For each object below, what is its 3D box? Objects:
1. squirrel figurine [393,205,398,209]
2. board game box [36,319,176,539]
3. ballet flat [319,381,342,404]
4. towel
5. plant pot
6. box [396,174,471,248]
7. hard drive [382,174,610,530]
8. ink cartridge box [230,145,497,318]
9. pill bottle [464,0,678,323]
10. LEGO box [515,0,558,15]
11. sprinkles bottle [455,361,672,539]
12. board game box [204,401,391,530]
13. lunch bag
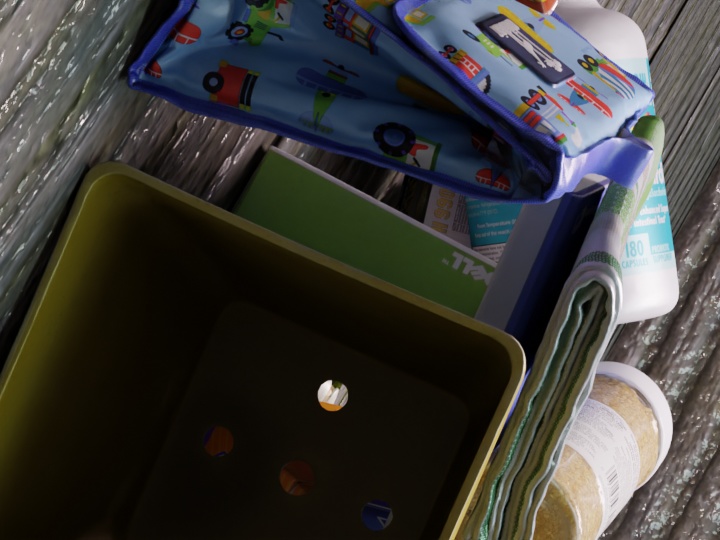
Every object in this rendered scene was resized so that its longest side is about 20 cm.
[{"bbox_3d":[0.103,0.001,1.765,0.200,0.142,0.187,-35,173,-6],"label":"squirrel figurine"},{"bbox_3d":[-0.143,0.122,1.276,0.201,0.029,0.135,-60,168,-15],"label":"board game box"},{"bbox_3d":[-0.033,0.052,1.499,0.067,0.067,0.200,-19,-148,46],"label":"ballet flat"},{"bbox_3d":[0.099,0.026,1.195,0.200,0.031,0.150,-58,170,-64],"label":"towel"},{"bbox_3d":[-0.045,0.090,1.167,0.176,0.199,0.201,26,87,-79],"label":"plant pot"},{"bbox_3d":[0.045,-0.004,1.577,0.158,0.048,0.201,132,-28,-79],"label":"box"},{"bbox_3d":[0.070,0.044,1.304,0.201,0.025,0.132,-67,167,13],"label":"hard drive"},{"bbox_3d":[0.000,0.000,1.329,0.076,0.147,0.200,-60,169,-9],"label":"ink cartridge box"},{"bbox_3d":[0.107,-0.069,1.459,0.111,0.110,0.201,-13,95,-76],"label":"pill bottle"},{"bbox_3d":[0.014,-0.178,0.969,0.077,0.148,0.200,-62,169,-3],"label":"LEGO box"},{"bbox_3d":[0.101,0.100,1.327,0.069,0.068,0.200,-66,168,19],"label":"sprinkles bottle"},{"bbox_3d":[-0.008,0.206,1.417,0.199,0.200,0.201,15,111,-42],"label":"board game box"},{"bbox_3d":[0.028,-0.083,1.124,0.095,0.199,0.151,-66,169,19],"label":"lunch bag"}]
